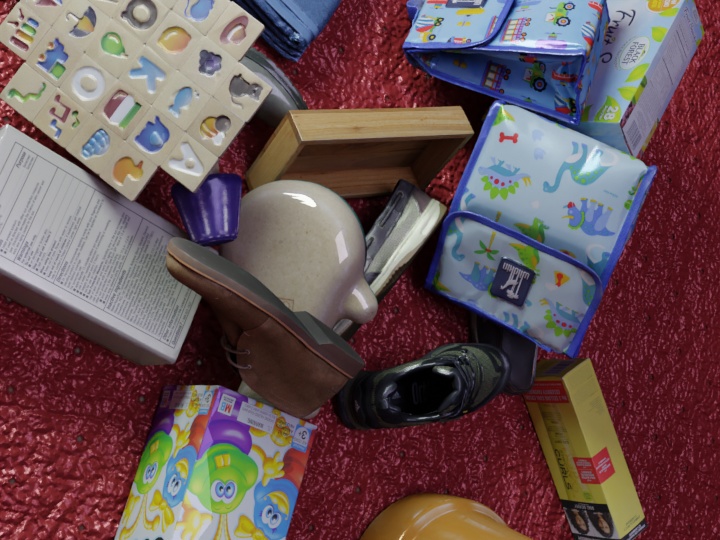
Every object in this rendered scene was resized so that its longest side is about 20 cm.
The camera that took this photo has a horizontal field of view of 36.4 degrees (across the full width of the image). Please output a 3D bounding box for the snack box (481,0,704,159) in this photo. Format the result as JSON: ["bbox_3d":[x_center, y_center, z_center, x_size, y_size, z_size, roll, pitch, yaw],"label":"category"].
[{"bbox_3d":[0.247,-0.207,1.158,0.201,0.167,0.068,-58,134,-24],"label":"snack box"}]

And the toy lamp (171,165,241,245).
[{"bbox_3d":[-0.131,-0.122,0.866,0.058,0.058,0.203,-7,84,-36],"label":"toy lamp"}]

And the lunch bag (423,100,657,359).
[{"bbox_3d":[0.170,-0.039,1.053,0.203,0.168,0.127,-67,166,11],"label":"lunch bag"}]

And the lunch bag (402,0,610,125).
[{"bbox_3d":[0.142,-0.246,1.097,0.095,0.197,0.152,81,26,-52],"label":"lunch bag"}]

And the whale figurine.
[{"bbox_3d":[-0.059,0.023,0.956,0.104,0.156,0.204,-28,122,-78],"label":"whale figurine"}]

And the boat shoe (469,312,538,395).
[{"bbox_3d":[0.160,0.028,1.133,0.074,0.073,0.204,-4,88,-36],"label":"boat shoe"}]

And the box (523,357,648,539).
[{"bbox_3d":[0.239,0.195,1.176,0.050,0.075,0.203,-27,102,-34],"label":"box"}]

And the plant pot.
[{"bbox_3d":[0.113,0.314,1.002,0.198,0.182,0.204,4,83,-36],"label":"plant pot"}]

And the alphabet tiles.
[{"bbox_3d":[-0.173,-0.158,0.832,0.199,0.006,0.167,37,87,4],"label":"alphabet tiles"}]

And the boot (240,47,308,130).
[{"bbox_3d":[-0.149,-0.146,0.936,0.199,0.067,0.132,37,70,-20],"label":"boot"}]

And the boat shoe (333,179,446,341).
[{"bbox_3d":[0.000,-0.001,1.027,0.066,0.072,0.201,39,74,6],"label":"boat shoe"}]

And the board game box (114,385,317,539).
[{"bbox_3d":[-0.126,0.206,0.885,0.104,0.102,0.203,26,70,-31],"label":"board game box"}]

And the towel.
[{"bbox_3d":[-0.051,-0.305,1.026,0.111,0.048,0.202,41,64,-26],"label":"towel"}]

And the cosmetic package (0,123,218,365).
[{"bbox_3d":[-0.221,-0.013,0.855,0.199,0.073,0.105,33,66,-29],"label":"cosmetic package"}]

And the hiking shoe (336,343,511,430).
[{"bbox_3d":[0.080,0.116,1.044,0.198,0.100,0.077,-13,95,-32],"label":"hiking shoe"}]

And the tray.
[{"bbox_3d":[0.000,-0.108,1.011,0.198,0.099,0.037,-9,64,-37],"label":"tray"}]

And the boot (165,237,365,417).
[{"bbox_3d":[-0.084,0.049,0.845,0.076,0.074,0.200,-47,124,4],"label":"boot"}]
